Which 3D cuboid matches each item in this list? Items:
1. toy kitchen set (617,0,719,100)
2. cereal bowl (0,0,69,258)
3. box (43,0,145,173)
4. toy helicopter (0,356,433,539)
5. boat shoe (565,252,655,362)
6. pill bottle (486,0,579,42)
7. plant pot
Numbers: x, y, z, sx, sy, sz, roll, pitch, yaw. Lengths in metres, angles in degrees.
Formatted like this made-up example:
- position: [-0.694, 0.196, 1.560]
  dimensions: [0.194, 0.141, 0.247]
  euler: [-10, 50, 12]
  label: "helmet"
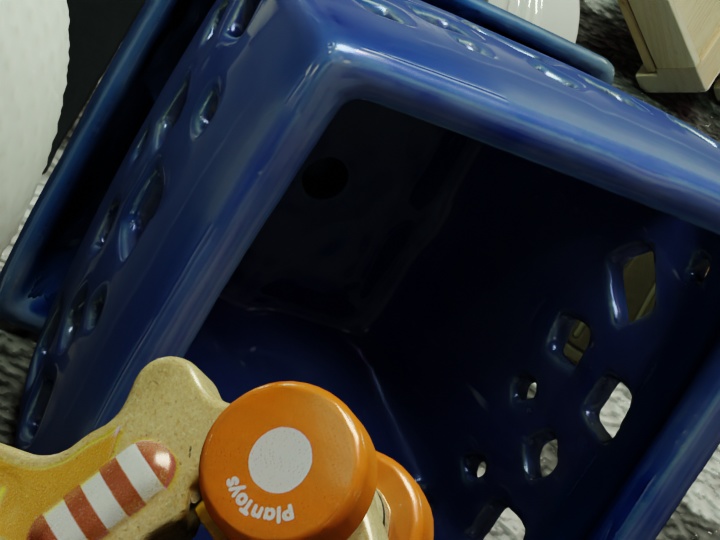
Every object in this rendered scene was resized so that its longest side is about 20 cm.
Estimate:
- position: [0.179, -0.166, 1.611]
  dimensions: [0.200, 0.180, 0.164]
  euler: [-53, 129, -35]
  label: "toy kitchen set"
- position: [-0.161, -0.047, 0.775]
  dimensions: [0.083, 0.200, 0.200]
  euler: [30, 17, -53]
  label: "cereal bowl"
- position: [-0.162, -0.176, 1.002]
  dimensions: [0.199, 0.197, 0.124]
  euler: [23, 27, -24]
  label: "box"
- position: [-0.086, 0.081, 0.749]
  dimensions: [0.199, 0.133, 0.079]
  euler: [19, -13, 22]
  label: "toy helicopter"
- position: [0.126, 0.007, 1.200]
  dimensions: [0.199, 0.072, 0.068]
  euler: [30, 18, -34]
  label: "boat shoe"
- position: [-0.004, -0.133, 1.231]
  dimensions: [0.199, 0.114, 0.114]
  euler: [16, 29, -36]
  label: "pill bottle"
- position: [0.000, 0.000, 0.890]
  dimensions: [0.199, 0.201, 0.180]
  euler: [20, 21, -28]
  label: "plant pot"
